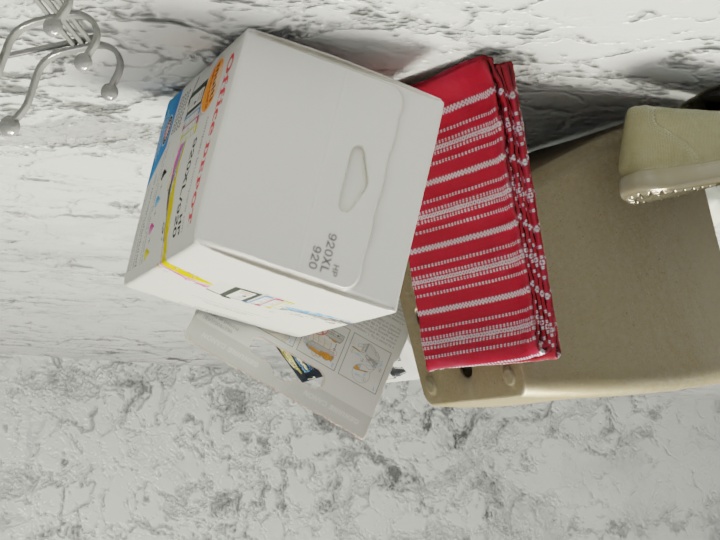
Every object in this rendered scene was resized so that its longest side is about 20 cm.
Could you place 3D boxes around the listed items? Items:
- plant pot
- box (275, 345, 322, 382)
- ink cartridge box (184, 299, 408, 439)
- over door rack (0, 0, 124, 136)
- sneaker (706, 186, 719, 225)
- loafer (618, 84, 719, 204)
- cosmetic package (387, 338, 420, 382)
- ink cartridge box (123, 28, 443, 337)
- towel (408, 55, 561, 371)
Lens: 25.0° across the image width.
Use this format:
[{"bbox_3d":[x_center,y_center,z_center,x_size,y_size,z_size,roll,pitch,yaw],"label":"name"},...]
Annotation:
[{"bbox_3d":[0.135,0.009,1.201,0.175,0.202,0.199,-14,180,-30],"label":"plant pot"},{"bbox_3d":[-0.073,-0.001,1.372,0.046,0.201,0.159,-36,-178,-17],"label":"box"},{"bbox_3d":[-0.035,0.011,1.241,0.160,0.202,0.050,30,153,-11],"label":"ink cartridge box"},{"bbox_3d":[-0.253,-0.128,0.964,0.197,0.068,0.148,1,170,4],"label":"over door rack"},{"bbox_3d":[0.259,-0.077,1.284,0.084,0.073,0.200,-33,161,-1],"label":"sneaker"},{"bbox_3d":[0.259,-0.094,1.112,0.198,0.069,0.075,-12,-179,-31],"label":"loafer"},{"bbox_3d":[0.000,0.000,1.368,0.051,0.201,0.082,-41,-165,-32],"label":"cosmetic package"},{"bbox_3d":[-0.057,-0.051,1.097,0.143,0.149,0.200,17,166,-18],"label":"ink cartridge box"},{"bbox_3d":[0.069,-0.035,1.100,0.022,0.203,0.144,-10,180,-33],"label":"towel"}]
